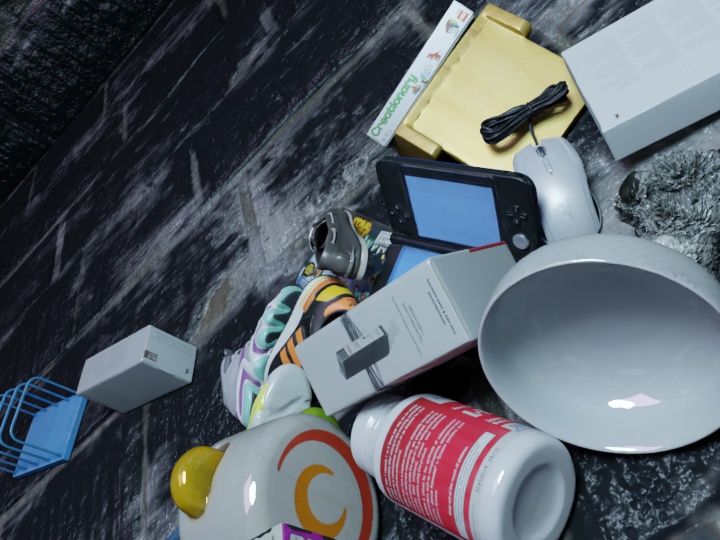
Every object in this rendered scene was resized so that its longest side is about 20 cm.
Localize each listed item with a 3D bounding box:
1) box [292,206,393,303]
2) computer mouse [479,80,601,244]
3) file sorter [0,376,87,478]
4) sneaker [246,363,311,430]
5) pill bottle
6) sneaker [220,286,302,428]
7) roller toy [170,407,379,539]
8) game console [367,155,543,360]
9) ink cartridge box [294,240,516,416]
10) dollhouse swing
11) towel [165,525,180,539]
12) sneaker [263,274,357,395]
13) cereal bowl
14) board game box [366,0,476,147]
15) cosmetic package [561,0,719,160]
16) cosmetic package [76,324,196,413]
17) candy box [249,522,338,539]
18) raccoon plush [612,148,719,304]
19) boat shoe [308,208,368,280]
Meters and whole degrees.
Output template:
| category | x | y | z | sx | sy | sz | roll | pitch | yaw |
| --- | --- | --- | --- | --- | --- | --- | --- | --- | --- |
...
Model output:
| category | x | y | z | sx | sy | sz | roll | pitch | yaw |
| --- | --- | --- | --- | --- | --- | --- | --- | --- | --- |
| box | 0.000 | 0.000 | 0.940 | 0.137 | 0.040 | 0.200 | -57 | 36 | -4 |
| computer mouse | 0.205 | -0.116 | 0.761 | 0.109 | 0.044 | 0.200 | -21 | 58 | 11 |
| file sorter | -0.651 | 0.304 | 1.358 | 0.200 | 0.123 | 0.139 | -24 | 47 | 34 |
| sneaker | -0.121 | 0.205 | 0.858 | 0.105 | 0.076 | 0.200 | 12 | 88 | 59 |
| pill bottle | 0.084 | 0.179 | 0.644 | 0.200 | 0.112 | 0.112 | 10 | 70 | 51 |
| sneaker | -0.148 | 0.113 | 0.977 | 0.140 | 0.078 | 0.200 | 6 | 73 | 52 |
| roller toy | -0.086 | 0.250 | 0.715 | 0.140 | 0.200 | 0.183 | -27 | 78 | 34 |
| game console | 0.087 | -0.017 | 0.766 | 0.200 | 0.171 | 0.118 | 14 | 47 | 37 |
| ink cartridge box | 0.054 | 0.059 | 0.698 | 0.200 | 0.144 | 0.084 | -34 | 76 | 38 |
| dollhouse swing | 0.173 | -0.201 | 0.910 | 0.200 | 0.176 | 0.182 | -55 | -5 | 1 |
| towel | -0.238 | 0.377 | 0.808 | 0.200 | 0.048 | 0.112 | -45 | -20 | -41 |
| sneaker | -0.059 | 0.109 | 0.863 | 0.090 | 0.070 | 0.200 | 43 | 115 | 52 |
| cereal bowl | 0.200 | 0.050 | 0.562 | 0.200 | 0.200 | 0.083 | -22 | 25 | 37 |
| board game box | 0.089 | -0.258 | 0.947 | 0.200 | 0.035 | 0.126 | -55 | -6 | 15 |
| cosmetic package | 0.327 | -0.220 | 0.719 | 0.200 | 0.052 | 0.151 | -26 | 42 | 21 |
| cosmetic package | -0.379 | 0.170 | 1.178 | 0.200 | 0.102 | 0.074 | -26 | 46 | 32 |
| candy box | -0.008 | 0.304 | 0.575 | 0.061 | 0.200 | 0.137 | -35 | 42 | 25 |
| raccoon plush | 0.311 | -0.045 | 0.592 | 0.200 | 0.097 | 0.134 | -36 | 48 | 23 |
| boat shoe | -0.041 | -0.042 | 0.897 | 0.200 | 0.057 | 0.067 | -128 | 51 | -66 |
